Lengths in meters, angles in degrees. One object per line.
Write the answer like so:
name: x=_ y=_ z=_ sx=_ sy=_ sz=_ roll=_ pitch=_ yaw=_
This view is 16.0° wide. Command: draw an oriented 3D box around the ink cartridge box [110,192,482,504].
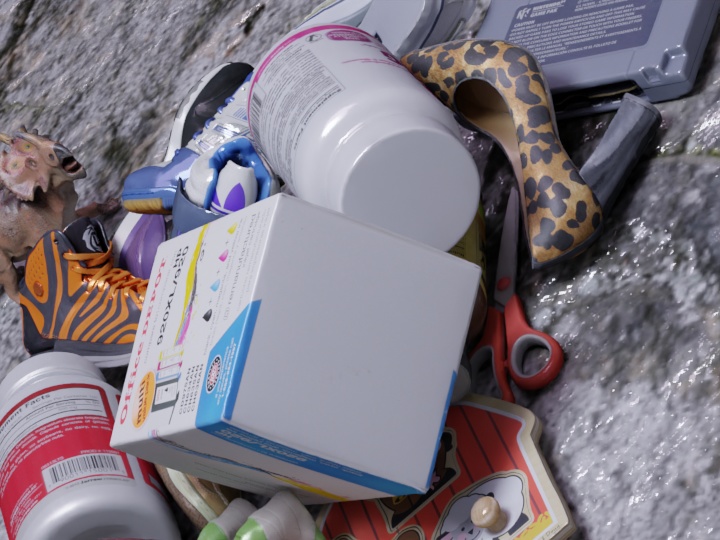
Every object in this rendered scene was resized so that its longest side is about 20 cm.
ink cartridge box: x=-0.045 y=0.055 z=1.592 sx=0.200 sy=0.144 sz=0.148 roll=-18 pitch=55 yaw=64

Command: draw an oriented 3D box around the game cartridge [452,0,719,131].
game cartridge: x=0.164 y=-0.168 z=1.795 sx=0.200 sy=0.041 sz=0.133 roll=-7 pitch=52 yaw=41

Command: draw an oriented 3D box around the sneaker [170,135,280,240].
sneaker: x=-0.102 y=-0.001 z=1.732 sx=0.080 sy=0.147 sz=0.200 roll=11 pitch=41 yaw=0

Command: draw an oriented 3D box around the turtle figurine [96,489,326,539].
turtle figurine: x=-0.103 y=0.236 z=1.597 sx=0.200 sy=0.144 sz=0.194 roll=41 pitch=58 yaw=21

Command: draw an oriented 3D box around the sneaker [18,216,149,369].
sneaker: x=-0.180 y=0.013 z=1.873 sx=0.199 sy=0.112 sz=0.078 roll=-10 pitch=3 yaw=33

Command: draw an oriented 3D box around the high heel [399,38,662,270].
high heel: x=0.085 y=-0.080 z=1.715 sx=0.200 sy=0.071 sz=0.143 roll=19 pitch=61 yaw=27

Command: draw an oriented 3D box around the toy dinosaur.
toy dinosaur: x=-0.281 y=-0.042 z=2.030 sx=0.200 sy=0.136 sz=0.086 roll=-32 pitch=36 yaw=18

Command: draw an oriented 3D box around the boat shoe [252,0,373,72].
boat shoe: x=-0.006 y=-0.181 z=1.966 sx=0.200 sy=0.072 sz=0.062 roll=-37 pitch=20 yaw=-6

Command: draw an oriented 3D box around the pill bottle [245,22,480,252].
pill bottle: x=0.002 y=-0.082 z=1.687 sx=0.113 sy=0.113 sz=0.200 roll=-42 pitch=29 yaw=3

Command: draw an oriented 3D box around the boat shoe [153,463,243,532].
boat shoe: x=-0.106 y=0.110 z=1.758 sx=0.076 sy=0.072 sz=0.200 roll=-31 pitch=35 yaw=-1

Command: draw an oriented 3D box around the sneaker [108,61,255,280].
sneaker: x=-0.108 y=-0.064 z=1.946 sx=0.087 sy=0.076 sz=0.200 roll=12 pitch=70 yaw=40

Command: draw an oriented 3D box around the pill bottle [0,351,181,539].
pill bottle: x=-0.197 y=0.145 z=1.770 sx=0.112 sy=0.112 sz=0.200 roll=-39 pitch=34 yaw=8

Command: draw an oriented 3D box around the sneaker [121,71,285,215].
sneaker: x=-0.083 y=-0.096 z=1.855 sx=0.199 sy=0.088 sz=0.075 roll=-15 pitch=-2 yaw=11

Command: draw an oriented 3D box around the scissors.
scissors: x=0.090 y=0.021 z=1.692 sx=0.073 sy=0.014 sz=0.200 roll=-34 pitch=37 yaw=19

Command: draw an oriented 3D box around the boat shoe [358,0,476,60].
boat shoe: x=0.017 y=-0.140 z=1.889 sx=0.200 sy=0.070 sz=0.071 roll=-54 pitch=46 yaw=30

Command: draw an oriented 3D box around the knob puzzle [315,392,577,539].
knob puzzle: x=0.031 y=0.149 z=1.594 sx=0.219 sy=0.030 sz=0.220 roll=-30 pitch=39 yaw=27

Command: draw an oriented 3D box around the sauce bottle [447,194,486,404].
sauce bottle: x=0.052 y=0.011 z=1.686 sx=0.065 sy=0.065 sz=0.200 roll=-28 pitch=33 yaw=23
